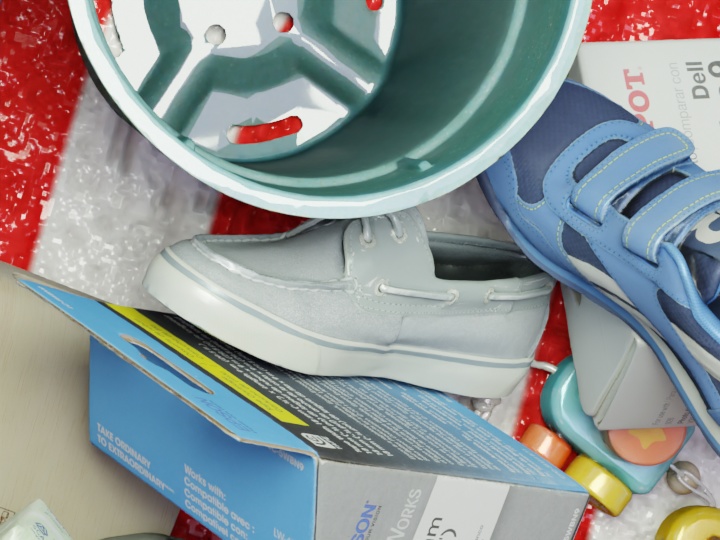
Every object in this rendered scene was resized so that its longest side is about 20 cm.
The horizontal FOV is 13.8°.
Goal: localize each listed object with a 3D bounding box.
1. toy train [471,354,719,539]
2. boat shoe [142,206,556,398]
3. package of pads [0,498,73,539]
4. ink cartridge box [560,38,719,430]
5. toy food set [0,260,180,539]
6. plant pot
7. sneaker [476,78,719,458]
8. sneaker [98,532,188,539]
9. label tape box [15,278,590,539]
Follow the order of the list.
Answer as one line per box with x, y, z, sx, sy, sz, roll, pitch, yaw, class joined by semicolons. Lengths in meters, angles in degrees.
0.099;0.123;1.260;0.150;0.056;0.201;-13;92;-12;toy train
0.001;0.000;1.183;0.200;0.070;0.072;11;109;-44;boat shoe
-0.153;0.209;1.126;0.200;0.068;0.155;-37;94;8;package of pads
0.186;-0.017;1.240;0.199;0.088;0.146;-3;61;-9;ink cartridge box
-0.156;0.099;1.213;0.143;0.060;0.201;22;85;-22;toy food set
-0.030;-0.119;1.166;0.199;0.196;0.201;0;90;-12;plant pot
0.122;-0.013;1.131;0.074;0.082;0.200;-37;69;-21;sneaker
-0.041;0.155;1.177;0.199;0.114;0.077;12;92;-26;sneaker
-0.030;0.072;1.143;0.200;0.144;0.063;12;104;-46;label tape box
